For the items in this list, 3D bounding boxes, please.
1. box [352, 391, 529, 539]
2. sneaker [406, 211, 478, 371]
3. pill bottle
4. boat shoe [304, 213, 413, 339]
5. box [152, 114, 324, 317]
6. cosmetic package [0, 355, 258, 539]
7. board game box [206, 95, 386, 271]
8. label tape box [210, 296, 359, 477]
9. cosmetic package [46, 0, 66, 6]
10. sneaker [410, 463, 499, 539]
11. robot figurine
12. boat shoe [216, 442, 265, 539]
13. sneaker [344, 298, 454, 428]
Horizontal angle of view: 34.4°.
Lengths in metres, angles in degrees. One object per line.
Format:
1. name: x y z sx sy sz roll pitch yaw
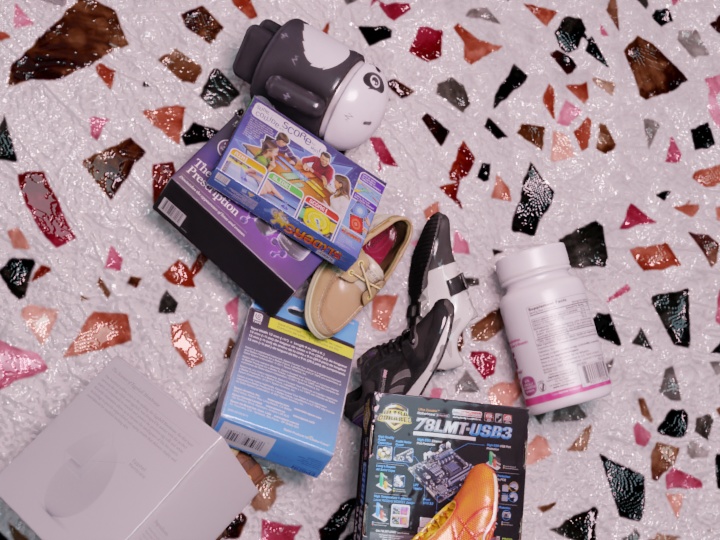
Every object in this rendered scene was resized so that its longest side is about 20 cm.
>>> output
1. box: 0.095 0.251 1.356 0.197 0.050 0.202 7 79 -14
2. sneaker: 0.109 0.029 1.490 0.087 0.074 0.204 7 87 -15
3. pill bottle: 0.243 0.074 1.492 0.112 0.113 0.203 -12 81 -17
4. boat shoe: 0.000 0.000 1.439 0.074 0.066 0.201 49 55 -26
5. box: -0.130 -0.068 1.421 0.200 0.079 0.141 42 50 -4
6. cosmetic package: -0.256 0.237 1.270 0.198 0.124 0.200 30 68 37
7. board game box: -0.073 -0.106 1.402 0.199 0.034 0.136 33 49 -12
8. label tape box: -0.089 0.131 1.408 0.141 0.066 0.202 21 47 -10
9. cosmetic package: -0.390 -0.449 1.446 0.106 0.085 0.203 16 74 -12
10. sneaker: 0.093 0.303 1.286 0.076 0.073 0.202 30 76 -13
11. robot figurine: -0.059 -0.238 1.460 0.198 0.125 0.151 31 66 6
12. boat shoe: -0.185 0.293 1.352 0.067 0.072 0.201 38 69 -2
13. sneaker: 0.043 0.114 1.410 0.087 0.076 0.202 26 109 -2
